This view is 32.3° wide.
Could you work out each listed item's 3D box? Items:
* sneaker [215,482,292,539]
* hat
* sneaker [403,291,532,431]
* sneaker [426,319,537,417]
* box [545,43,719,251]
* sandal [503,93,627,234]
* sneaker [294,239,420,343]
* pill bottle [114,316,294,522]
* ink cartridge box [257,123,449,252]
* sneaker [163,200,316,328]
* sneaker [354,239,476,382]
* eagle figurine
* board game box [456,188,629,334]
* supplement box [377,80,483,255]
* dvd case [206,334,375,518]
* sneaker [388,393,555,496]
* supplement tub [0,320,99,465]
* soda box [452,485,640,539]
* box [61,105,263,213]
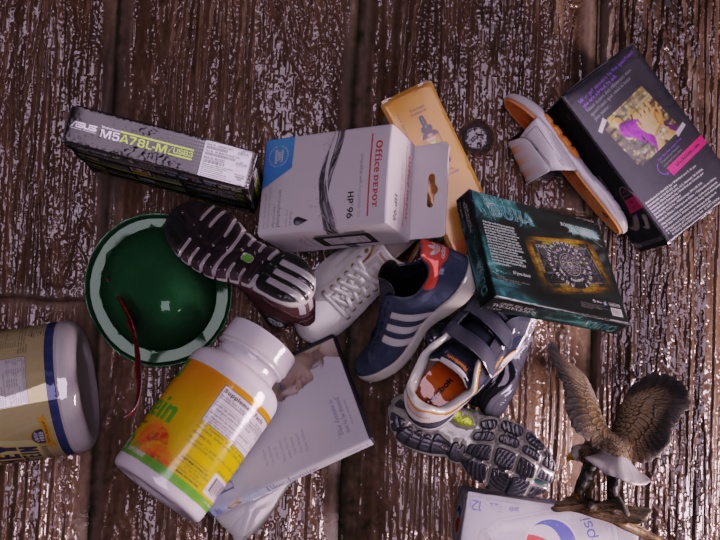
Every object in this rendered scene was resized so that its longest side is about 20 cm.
[{"bbox_3d":[-0.094,0.205,1.383,0.080,0.070,0.200,42,83,9],"label":"sneaker"},{"bbox_3d":[-0.220,0.026,1.335,0.165,0.176,0.201,-31,88,-5],"label":"hat"},{"bbox_3d":[0.119,0.083,1.323,0.078,0.079,0.201,34,80,13],"label":"sneaker"},{"bbox_3d":[0.137,0.056,1.401,0.113,0.075,0.202,17,85,-1],"label":"sneaker"},{"bbox_3d":[0.311,-0.134,1.401,0.106,0.122,0.201,-36,88,-4],"label":"box"},{"bbox_3d":[0.220,-0.111,1.412,0.059,0.079,0.207,-39,84,-3],"label":"sandal"},{"bbox_3d":[0.000,0.000,1.393,0.073,0.085,0.200,42,86,-8],"label":"sneaker"},{"bbox_3d":[-0.158,0.152,1.315,0.111,0.111,0.201,35,72,0],"label":"pill bottle"},{"bbox_3d":[-0.007,-0.090,1.357,0.198,0.068,0.117,-5,71,26],"label":"ink cartridge box"},{"bbox_3d":[-0.130,0.008,1.373,0.199,0.116,0.076,32,67,25],"label":"sneaker"},{"bbox_3d":[0.039,0.040,1.360,0.084,0.075,0.200,30,121,-19],"label":"sneaker"},{"bbox_3d":[0.268,0.175,1.357,0.150,0.152,0.202,-3,62,37],"label":"eagle figurine"},{"bbox_3d":[0.200,-0.008,1.359,0.199,0.028,0.136,12,54,-33],"label":"board game box"},{"bbox_3d":[0.090,-0.110,1.418,0.066,0.069,0.201,-24,89,-5],"label":"supplement box"},{"bbox_3d":[-0.096,0.168,1.364,0.199,0.018,0.143,-25,55,3],"label":"dvd case"},{"bbox_3d":[0.126,0.184,1.389,0.199,0.080,0.078,26,95,3],"label":"sneaker"},{"bbox_3d":[-0.391,0.137,1.336,0.198,0.144,0.146,-9,86,-3],"label":"supplement tub"},{"bbox_3d":[0.206,0.289,1.391,0.198,0.068,0.064,9,85,-3],"label":"soda box"},{"bbox_3d":[-0.205,-0.116,1.341,0.198,0.193,0.048,14,87,-1],"label":"box"}]
